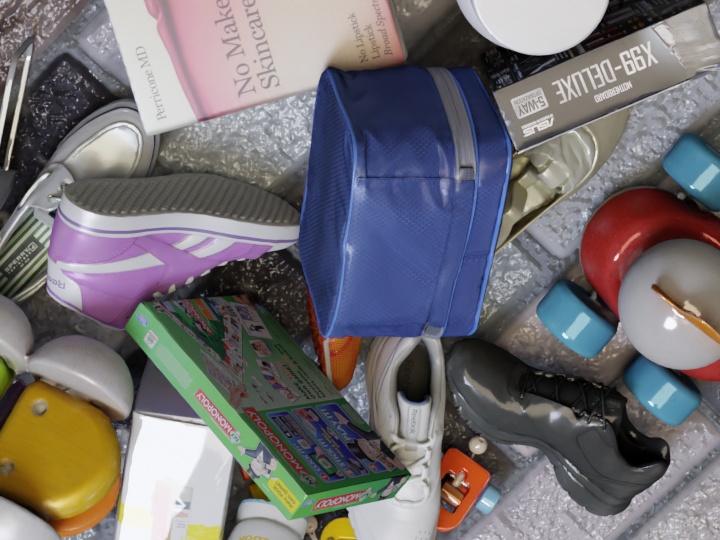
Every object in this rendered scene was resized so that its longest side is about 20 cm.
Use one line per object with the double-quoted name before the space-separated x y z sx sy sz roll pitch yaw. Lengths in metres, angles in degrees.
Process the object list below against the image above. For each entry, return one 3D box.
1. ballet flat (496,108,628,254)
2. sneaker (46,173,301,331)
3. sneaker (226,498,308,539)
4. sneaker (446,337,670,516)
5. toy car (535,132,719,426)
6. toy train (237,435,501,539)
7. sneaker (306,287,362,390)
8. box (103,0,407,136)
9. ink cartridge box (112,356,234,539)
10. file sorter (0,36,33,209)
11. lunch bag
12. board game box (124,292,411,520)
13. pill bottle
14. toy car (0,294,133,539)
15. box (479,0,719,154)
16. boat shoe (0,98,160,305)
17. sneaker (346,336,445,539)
"ballet flat" 0.127 -0.063 1.706 0.200 0.069 0.069 -42 104 10
"sneaker" -0.144 -0.010 1.698 0.200 0.073 0.115 1 120 -27
"sneaker" -0.083 0.257 1.754 0.076 0.081 0.200 12 145 8
"sneaker" 0.156 0.107 1.740 0.200 0.076 0.091 33 138 -18
"toy car" 0.249 0.029 1.667 0.177 0.200 0.184 38 103 -12
"toy train" 0.002 0.166 1.783 0.200 0.056 0.150 30 79 0
"sneaker" 0.000 0.000 1.721 0.077 0.073 0.201 3 110 -12
"box" -0.078 -0.192 1.638 0.199 0.109 0.128 -16 107 3
"ink cartridge box" -0.144 0.181 1.733 0.083 0.145 0.201 10 106 -4
"file sorter" -0.345 -0.127 1.639 0.199 0.139 0.125 13 103 -5
"lunch bag" 0.036 -0.041 1.603 0.132 0.136 0.200 -1 129 -13
"board game box" -0.068 0.096 1.666 0.200 0.134 0.029 48 118 24
"pill bottle" 0.118 -0.218 1.587 0.113 0.200 0.114 -1 107 -2
"toy car" -0.265 0.125 1.648 0.200 0.150 0.175 24 70 9
"box" 0.169 -0.151 1.610 0.157 0.200 0.050 -22 102 4
"boat shoe" -0.221 -0.040 1.703 0.073 0.067 0.200 35 103 -12
"sneaker" 0.030 0.134 1.720 0.074 0.087 0.201 2 82 -8
